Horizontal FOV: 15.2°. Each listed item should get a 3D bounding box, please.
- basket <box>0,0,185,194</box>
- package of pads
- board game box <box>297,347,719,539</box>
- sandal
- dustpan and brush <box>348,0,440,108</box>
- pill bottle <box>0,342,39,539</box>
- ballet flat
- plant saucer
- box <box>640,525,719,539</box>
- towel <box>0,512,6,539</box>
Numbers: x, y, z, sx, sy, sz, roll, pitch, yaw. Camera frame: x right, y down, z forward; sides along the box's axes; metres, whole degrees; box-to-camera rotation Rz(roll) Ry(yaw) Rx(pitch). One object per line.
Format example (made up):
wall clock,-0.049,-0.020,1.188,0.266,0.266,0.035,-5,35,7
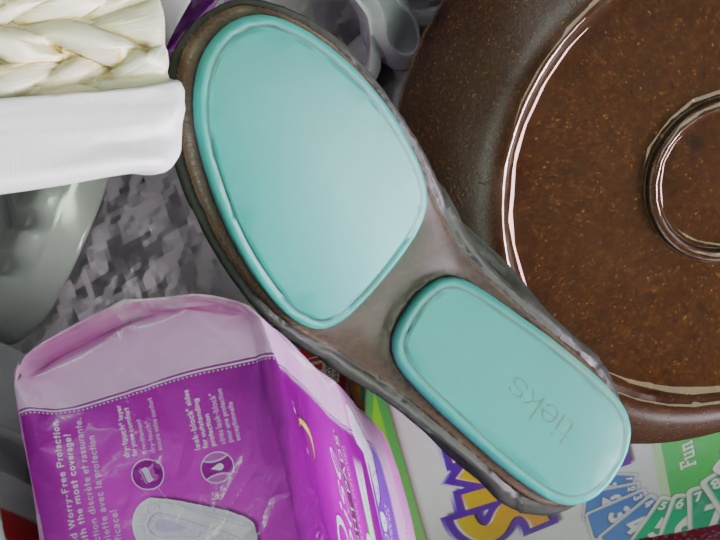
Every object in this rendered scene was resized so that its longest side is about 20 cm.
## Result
basket,-0.162,-0.082,0.690,0.199,0.135,0.124,-10,105,-33
package of pads,-0.030,0.087,0.759,0.075,0.200,0.121,-15,74,7
board game box,0.074,0.051,0.905,0.199,0.030,0.096,-7,126,-13
sandal,-0.060,-0.068,0.799,0.050,0.082,0.203,25,99,-26
dustpan and brush,0.017,-0.056,0.866,0.140,0.057,0.200,-46,122,-17
pill bottle,-0.127,0.121,0.719,0.114,0.114,0.201,31,43,-36
ballet flat,0.000,0.000,0.780,0.068,0.068,0.200,-47,119,-12
plant saucer,0.108,-0.033,0.842,0.199,0.034,0.201,-6,112,-15
box,0.186,0.145,0.947,0.099,0.200,0.096,-31,119,-25
towel,-0.151,0.094,0.650,0.146,0.201,0.024,-9,145,-16
